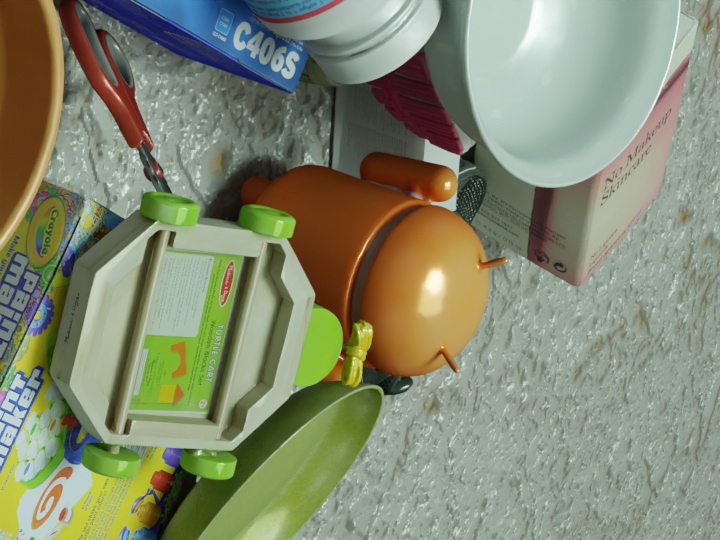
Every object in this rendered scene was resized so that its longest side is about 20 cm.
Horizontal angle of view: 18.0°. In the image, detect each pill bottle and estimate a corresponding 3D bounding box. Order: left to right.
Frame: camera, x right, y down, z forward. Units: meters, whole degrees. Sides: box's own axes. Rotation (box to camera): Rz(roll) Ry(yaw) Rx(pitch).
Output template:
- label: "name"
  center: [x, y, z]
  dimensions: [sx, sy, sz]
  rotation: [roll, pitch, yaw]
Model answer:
- label: "pill bottle"
  center: [-0.037, -0.202, 1.271]
  dimensions: [0.109, 0.108, 0.200]
  rotation: [-54, 129, -22]

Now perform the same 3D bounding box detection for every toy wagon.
- label: "toy wagon"
  center: [-0.080, 0.039, 1.274]
  dimensions: [0.199, 0.039, 0.157]
  rotation: [6, 103, -42]

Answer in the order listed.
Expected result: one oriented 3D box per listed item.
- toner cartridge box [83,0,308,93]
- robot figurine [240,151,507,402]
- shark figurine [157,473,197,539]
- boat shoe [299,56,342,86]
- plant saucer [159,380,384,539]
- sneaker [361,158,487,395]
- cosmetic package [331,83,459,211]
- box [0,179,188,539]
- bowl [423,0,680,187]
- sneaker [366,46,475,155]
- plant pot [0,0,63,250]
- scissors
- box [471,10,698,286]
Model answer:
- label: "toner cartridge box"
  center: [-0.118, -0.163, 1.323]
  dimensions: [0.200, 0.094, 0.044]
  rotation: [26, 85, -57]
- label: "robot figurine"
  center: [-0.001, 0.002, 1.479]
  dimensions: [0.144, 0.199, 0.118]
  rotation: [-35, 133, -41]
- label: "shark figurine"
  center: [-0.135, 0.168, 1.432]
  dimensions: [0.089, 0.127, 0.216]
  rotation: [35, 77, -49]
- label: "boat shoe"
  center: [-0.015, -0.217, 1.470]
  dimensions: [0.072, 0.062, 0.202]
  rotation: [-14, 118, -51]
- label: "plant saucer"
  center: [-0.064, 0.138, 1.405]
  dimensions: [0.200, 0.031, 0.200]
  rotation: [-44, 164, -15]
- label: "sneaker"
  center: [0.047, 0.013, 1.655]
  dimensions: [0.201, 0.086, 0.080]
  rotation: [-60, 147, -16]
- label: "cosmetic package"
  center: [0.029, -0.139, 1.556]
  dimensions: [0.050, 0.082, 0.202]
  rotation: [-23, 125, -46]
- label: "box"
  center: [-0.187, 0.063, 1.316]
  dimensions: [0.192, 0.121, 0.201]
  rotation: [35, 78, -56]
- label: "bowl"
  center: [0.102, -0.158, 1.394]
  dimensions: [0.200, 0.090, 0.203]
  rotation: [-16, 113, -40]
- label: "sneaker"
  center: [0.049, -0.164, 1.453]
  dimensions: [0.088, 0.081, 0.201]
  rotation: [-39, 134, -24]
- label: "plant pot"
  center: [-0.264, -0.091, 1.110]
  dimensions: [0.200, 0.139, 0.202]
  rotation: [-31, 131, -45]
- label: "scissors"
  center: [-0.128, -0.069, 1.307]
  dimensions: [0.014, 0.201, 0.073]
  rotation: [-27, 157, 9]
- label: "box"
  center: [0.163, -0.109, 1.692]
  dimensions: [0.128, 0.109, 0.201]
  rotation: [-47, 158, -29]
